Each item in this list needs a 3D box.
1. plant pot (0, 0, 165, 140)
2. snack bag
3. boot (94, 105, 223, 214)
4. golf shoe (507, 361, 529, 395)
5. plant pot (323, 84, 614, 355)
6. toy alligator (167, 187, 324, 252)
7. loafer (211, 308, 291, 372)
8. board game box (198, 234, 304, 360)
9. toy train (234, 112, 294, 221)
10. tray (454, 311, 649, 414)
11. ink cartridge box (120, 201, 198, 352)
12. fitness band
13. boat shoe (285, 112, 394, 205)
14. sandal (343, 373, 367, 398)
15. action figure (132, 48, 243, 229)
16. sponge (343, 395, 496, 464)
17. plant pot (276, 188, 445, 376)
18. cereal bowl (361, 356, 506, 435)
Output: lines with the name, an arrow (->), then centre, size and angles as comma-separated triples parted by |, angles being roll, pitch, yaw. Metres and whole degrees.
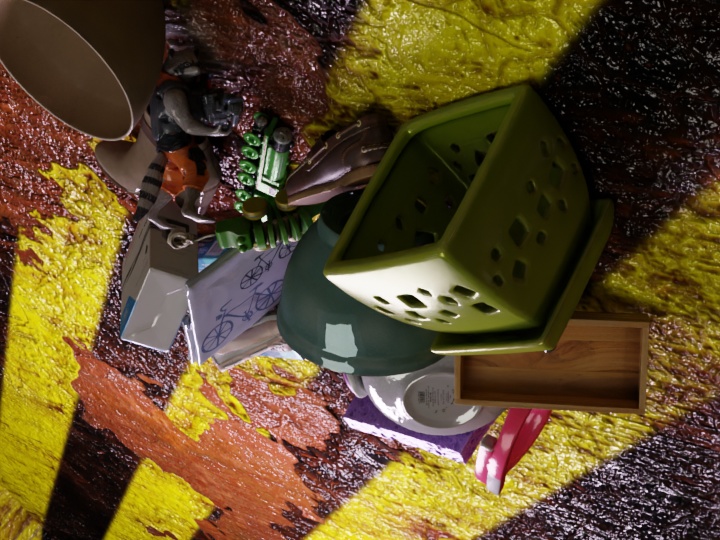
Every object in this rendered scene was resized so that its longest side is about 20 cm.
plant pot -> -0.287, -0.260, 1.534 | 0.199, 0.135, 0.201 | 28, 152, 16
snack bag -> -0.144, 0.015, 1.753 | 0.021, 0.188, 0.201 | 43, 158, 22
boot -> -0.252, -0.152, 1.755 | 0.199, 0.070, 0.147 | 27, 146, 16
golf shoe -> 0.171, 0.036, 1.542 | 0.078, 0.094, 0.202 | -108, -5, -79
plant pot -> 0.115, -0.030, 1.358 | 0.181, 0.201, 0.198 | 42, 153, -25
toy alligator -> -0.122, -0.044, 1.633 | 0.055, 0.198, 0.060 | -113, 10, -47
loafer -> -0.110, 0.082, 1.869 | 0.198, 0.072, 0.064 | -15, 98, 21
board game box -> -0.167, 0.036, 1.966 | 0.150, 0.047, 0.201 | 2, 137, 48
toy train -> -0.112, -0.116, 1.663 | 0.056, 0.042, 0.200 | 24, 153, 3
tray -> 0.198, 0.092, 1.485 | 0.197, 0.037, 0.100 | 2, 104, 9
ink cartridge box -> -0.254, -0.009, 1.798 | 0.066, 0.201, 0.117 | 16, 121, -19
fitness band -> 0.184, 0.179, 1.660 | 0.037, 0.144, 0.201 | 29, 153, 16
boat shoe -> -0.022, -0.117, 1.531 | 0.199, 0.070, 0.071 | -18, 84, 55
sandal -> -0.034, 0.077, 1.742 | 0.083, 0.049, 0.204 | 51, -163, -50
action figure -> -0.193, -0.149, 1.557 | 0.103, 0.196, 0.200 | 1, 177, -19
sponge -> 0.083, 0.173, 1.810 | 0.199, 0.112, 0.030 | 13, 145, 40
plant pot -> 0.013, -0.002, 1.502 | 0.199, 0.200, 0.136 | 22, 125, 26
cereal bowl -> 0.095, 0.121, 1.639 | 0.197, 0.084, 0.202 | 1, 132, 1
